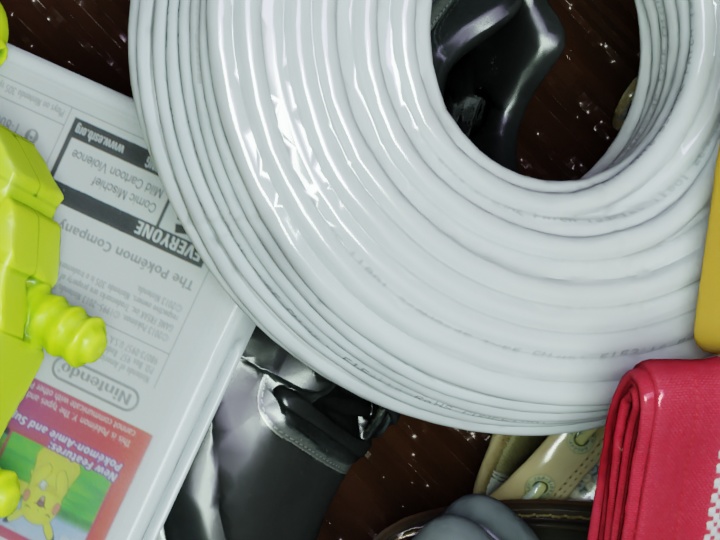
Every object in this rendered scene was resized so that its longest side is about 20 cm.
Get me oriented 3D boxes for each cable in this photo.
[{"bbox_3d":[0.044,-0.057,0.774,0.200,0.069,0.201,-27,99,-19],"label":"cable"}]

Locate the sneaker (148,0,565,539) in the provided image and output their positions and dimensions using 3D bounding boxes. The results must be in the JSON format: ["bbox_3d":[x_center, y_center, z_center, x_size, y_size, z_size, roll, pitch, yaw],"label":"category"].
[{"bbox_3d":[0.000,0.000,0.829,0.087,0.076,0.201,4,74,36],"label":"sneaker"}]

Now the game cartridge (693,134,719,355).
[{"bbox_3d":[0.183,-0.051,0.780,0.199,0.032,0.177,9,87,-32],"label":"game cartridge"}]

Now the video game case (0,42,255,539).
[{"bbox_3d":[-0.136,0.020,0.823,0.200,0.023,0.183,24,88,18],"label":"video game case"}]

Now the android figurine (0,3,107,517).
[{"bbox_3d":[-0.159,-0.005,0.800,0.200,0.041,0.182,27,88,20],"label":"android figurine"}]

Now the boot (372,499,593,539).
[{"bbox_3d":[0.094,0.126,0.827,0.199,0.097,0.075,17,116,-8],"label":"boot"}]

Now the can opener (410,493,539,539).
[{"bbox_3d":[-0.032,0.133,0.822,0.066,0.053,0.200,47,109,4],"label":"can opener"}]

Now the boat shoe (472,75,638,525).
[{"bbox_3d":[0.097,-0.009,0.870,0.063,0.073,0.201,22,86,-22],"label":"boat shoe"}]

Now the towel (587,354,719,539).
[{"bbox_3d":[0.144,0.081,0.764,0.199,0.022,0.145,-3,117,-21],"label":"towel"}]
